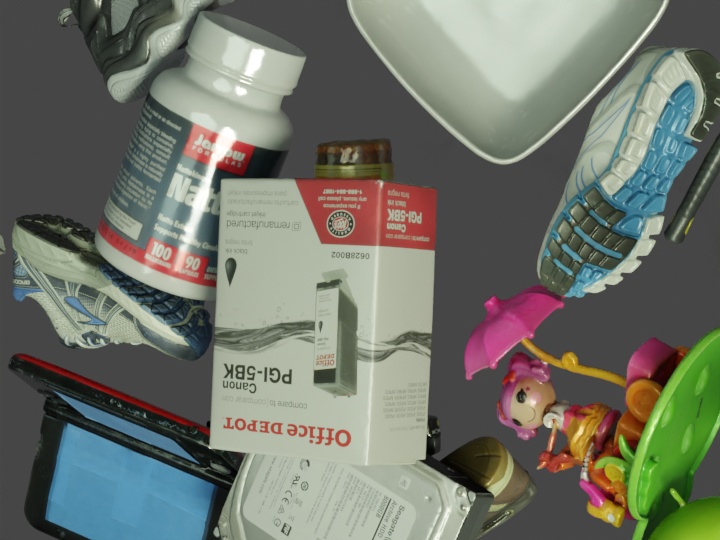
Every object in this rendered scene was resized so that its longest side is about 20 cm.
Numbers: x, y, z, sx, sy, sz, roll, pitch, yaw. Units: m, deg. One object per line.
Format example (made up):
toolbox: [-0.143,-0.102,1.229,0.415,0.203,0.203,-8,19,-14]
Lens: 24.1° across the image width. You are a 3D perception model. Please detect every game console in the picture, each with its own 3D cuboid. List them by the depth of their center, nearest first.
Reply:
game console: [-0.198,0.171,1.370,0.198,0.173,0.120,19,75,16]

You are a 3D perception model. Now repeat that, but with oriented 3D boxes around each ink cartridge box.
ink cartridge box: [-0.028,0.036,1.225,0.145,0.083,0.203,2,89,32]

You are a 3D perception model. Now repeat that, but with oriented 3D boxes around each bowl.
bowl: [0.111,-0.203,1.238,0.200,0.075,0.200,47,108,8]

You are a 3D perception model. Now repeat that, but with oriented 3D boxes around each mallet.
mallet: [0.273,-0.111,1.215,0.041,0.066,0.201,30,120,12]

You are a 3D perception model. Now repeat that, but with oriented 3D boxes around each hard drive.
hard drive: [-0.010,0.185,1.275,0.199,0.038,0.141,28,98,31]

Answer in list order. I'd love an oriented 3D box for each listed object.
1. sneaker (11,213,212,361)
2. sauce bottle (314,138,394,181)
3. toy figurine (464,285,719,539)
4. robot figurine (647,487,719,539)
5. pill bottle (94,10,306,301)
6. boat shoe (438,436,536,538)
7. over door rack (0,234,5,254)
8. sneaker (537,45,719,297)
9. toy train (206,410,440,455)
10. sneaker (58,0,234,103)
sneaker: [-0.207,0.030,1.386,0.199,0.077,0.086,30,115,22]
sauce bottle: [0.000,0.000,1.305,0.065,0.066,0.203,-3,95,20]
toy figurine: [0.160,0.095,1.245,0.183,0.150,0.202,27,129,29]
robot figurine: [0.265,0.249,1.180,0.115,0.174,0.202,-28,64,35]
pill bottle: [-0.120,-0.090,1.307,0.119,0.119,0.202,26,104,15]
boat shoe: [0.050,0.203,1.306,0.199,0.074,0.065,-34,120,31]
over door rack: [-0.402,-0.087,1.438,0.146,0.067,0.202,-17,90,21]
sneaker: [0.186,-0.074,1.222,0.075,0.087,0.201,29,97,-25]
toy train: [-0.031,0.121,1.345,0.198,0.034,0.046,2,93,19]
sneaker: [-0.161,-0.237,1.329,0.114,0.075,0.200,46,111,7]
